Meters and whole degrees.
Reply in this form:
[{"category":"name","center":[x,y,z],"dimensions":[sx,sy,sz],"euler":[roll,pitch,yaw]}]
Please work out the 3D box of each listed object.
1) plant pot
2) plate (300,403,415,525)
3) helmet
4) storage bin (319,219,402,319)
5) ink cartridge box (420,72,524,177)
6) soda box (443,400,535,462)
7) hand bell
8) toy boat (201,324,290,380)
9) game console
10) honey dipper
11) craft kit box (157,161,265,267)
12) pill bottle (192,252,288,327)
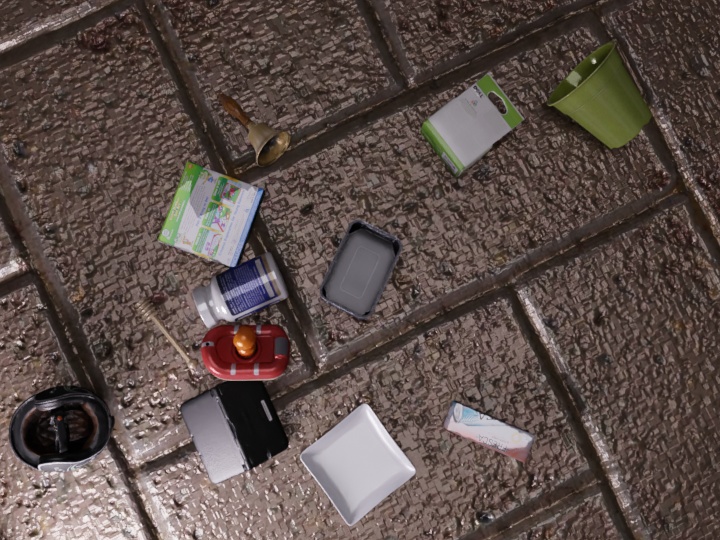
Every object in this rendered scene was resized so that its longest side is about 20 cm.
[{"category":"plant pot","center":[0.576,-0.394,1.722],"dimensions":[0.190,0.200,0.200],"euler":[44,84,-11]},{"category":"plate","center":[-0.006,0.442,1.682],"dimensions":[0.199,0.032,0.201],"euler":[-38,87,-4]},{"category":"helmet","center":[-0.649,0.343,1.593],"dimensions":[0.198,0.189,0.203],"euler":[11,72,-39]},{"category":"storage bin","center":[0.000,0.000,1.696],"dimensions":[0.134,0.094,0.202],"euler":[25,85,1]},{"category":"ink cartridge box","center":[0.266,-0.345,1.748],"dimensions":[0.199,0.076,0.148],"euler":[-37,86,-6]},{"category":"soda box","center":[0.295,0.370,1.683],"dimensions":[0.198,0.064,0.069],"euler":[22,84,0]},{"category":"hand bell","center":[-0.268,-0.351,1.739],"dimensions":[0.104,0.104,0.200],"euler":[-43,74,-5]},{"category":"toy boat","center":[-0.258,0.169,1.638],"dimensions":[0.197,0.131,0.132],"euler":[-1,58,-3]},{"category":"game console","center":[-0.290,0.358,1.689],"dimensions":[0.174,0.116,0.202],"euler":[-23,85,-34]},{"category":"honey dipper","center":[-0.447,0.149,1.695],"dimensions":[0.038,0.038,0.201],"euler":[-39,88,-5]},{"category":"craft kit box","center":[-0.349,-0.128,1.723],"dimensions":[0.195,0.049,0.203],"euler":[21,84,-2]},{"category":"pill bottle","center":[-0.273,0.048,1.670],"dimensions":[0.198,0.116,0.117],"euler":[-24,85,-5]}]
